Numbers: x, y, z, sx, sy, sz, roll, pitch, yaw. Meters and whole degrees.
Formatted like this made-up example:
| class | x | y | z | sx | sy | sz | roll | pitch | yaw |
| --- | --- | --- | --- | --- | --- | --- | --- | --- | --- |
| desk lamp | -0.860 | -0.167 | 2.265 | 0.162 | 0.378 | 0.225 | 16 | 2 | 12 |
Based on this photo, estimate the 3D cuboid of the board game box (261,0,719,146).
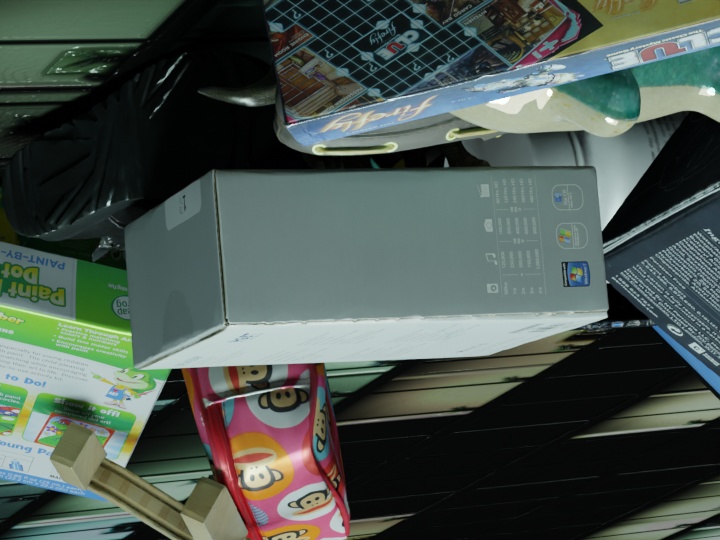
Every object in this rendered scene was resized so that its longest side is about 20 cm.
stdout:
| class | x | y | z | sx | sy | sz | roll | pitch | yaw |
| --- | --- | --- | --- | --- | --- | --- | --- | --- | --- |
| board game box | 0.055 | -0.140 | 1.186 | 0.199 | 0.136 | 0.035 | -13 | 166 | 6 |

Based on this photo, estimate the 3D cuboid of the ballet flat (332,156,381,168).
| class | x | y | z | sx | sy | sz | roll | pitch | yaw |
| --- | --- | --- | --- | --- | --- | --- | --- | --- | --- |
| ballet flat | -0.001 | -0.022 | 1.689 | 0.075 | 0.068 | 0.200 | -44 | 165 | 3 |

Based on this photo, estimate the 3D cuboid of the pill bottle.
| class | x | y | z | sx | sy | sz | roll | pitch | yaw |
| --- | --- | --- | --- | --- | --- | --- | --- | --- | --- |
| pill bottle | 0.154 | -0.051 | 1.641 | 0.199 | 0.114 | 0.113 | -3 | 163 | -32 |

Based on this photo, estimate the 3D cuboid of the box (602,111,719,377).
| class | x | y | z | sx | sy | sz | roll | pitch | yaw |
| --- | --- | --- | --- | --- | --- | --- | --- | --- | --- |
| box | 0.239 | -0.061 | 1.429 | 0.200 | 0.124 | 0.197 | -52 | -175 | -19 |

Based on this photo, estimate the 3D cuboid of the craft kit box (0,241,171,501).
| class | x | y | z | sx | sy | sz | roll | pitch | yaw |
| --- | --- | --- | --- | --- | --- | --- | --- | --- | --- |
| craft kit box | -0.214 | 0.051 | 1.637 | 0.199 | 0.049 | 0.198 | 13 | 150 | -11 |

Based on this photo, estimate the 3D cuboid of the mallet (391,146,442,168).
| class | x | y | z | sx | sy | sz | roll | pitch | yaw |
| --- | --- | --- | --- | --- | --- | --- | --- | --- | --- |
| mallet | 0.028 | -0.056 | 1.562 | 0.200 | 0.041 | 0.066 | -39 | 170 | 2 |

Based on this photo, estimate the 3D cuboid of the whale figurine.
| class | x | y | z | sx | sy | sz | roll | pitch | yaw |
| --- | --- | --- | --- | --- | --- | --- | --- | --- | --- |
| whale figurine | 0.102 | -0.121 | 1.288 | 0.199 | 0.159 | 0.104 | 11 | 120 | -16 |

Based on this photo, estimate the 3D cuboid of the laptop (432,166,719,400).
| class | x | y | z | sx | sy | sz | roll | pitch | yaw |
| --- | --- | --- | --- | --- | --- | --- | --- | --- | --- |
| laptop | 0.135 | 0.022 | 1.733 | 0.199 | 0.177 | 0.104 | -2 | 122 | -32 |

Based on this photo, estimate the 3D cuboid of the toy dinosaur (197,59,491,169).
| class | x | y | z | sx | sy | sz | roll | pitch | yaw |
| --- | --- | --- | --- | --- | --- | --- | --- | --- | --- |
| toy dinosaur | 0.011 | -0.095 | 1.426 | 0.199 | 0.103 | 0.077 | 1 | 171 | -16 |

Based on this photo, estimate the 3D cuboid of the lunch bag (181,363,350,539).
| class | x | y | z | sx | sy | sz | roll | pitch | yaw |
| --- | --- | --- | --- | --- | --- | --- | --- | --- | --- |
| lunch bag | -0.055 | 0.060 | 1.693 | 0.081 | 0.201 | 0.176 | -14 | 152 | 3 |

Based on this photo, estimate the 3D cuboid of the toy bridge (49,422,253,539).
| class | x | y | z | sx | sy | sz | roll | pitch | yaw |
| --- | --- | --- | --- | --- | --- | --- | --- | --- | --- |
| toy bridge | -0.081 | 0.140 | 1.602 | 0.199 | 0.027 | 0.067 | 22 | 158 | 22 |

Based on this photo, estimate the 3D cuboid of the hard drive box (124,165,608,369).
| class | x | y | z | sx | sy | sz | roll | pitch | yaw |
| --- | --- | --- | --- | --- | --- | --- | --- | --- | --- |
| hard drive box | 0.000 | 0.000 | 1.442 | 0.199 | 0.077 | 0.156 | -2 | 171 | -22 |

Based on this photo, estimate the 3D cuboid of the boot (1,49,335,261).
| class | x | y | z | sx | sy | sz | roll | pitch | yaw |
| --- | --- | --- | --- | --- | --- | --- | --- | --- | --- |
| boot | -0.074 | -0.055 | 1.531 | 0.198 | 0.074 | 0.162 | -21 | 164 | 34 |

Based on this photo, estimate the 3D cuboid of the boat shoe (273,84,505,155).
| class | x | y | z | sx | sy | sz | roll | pitch | yaw |
| --- | --- | --- | --- | --- | --- | --- | --- | --- | --- |
| boat shoe | 0.051 | -0.095 | 1.371 | 0.200 | 0.072 | 0.061 | -7 | 139 | -27 |

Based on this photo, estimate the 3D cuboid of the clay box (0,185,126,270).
| class | x | y | z | sx | sy | sz | roll | pitch | yaw |
| --- | --- | --- | --- | --- | --- | --- | --- | --- | --- |
| clay box | -0.227 | 0.007 | 1.687 | 0.199 | 0.048 | 0.115 | -21 | 161 | 37 |
